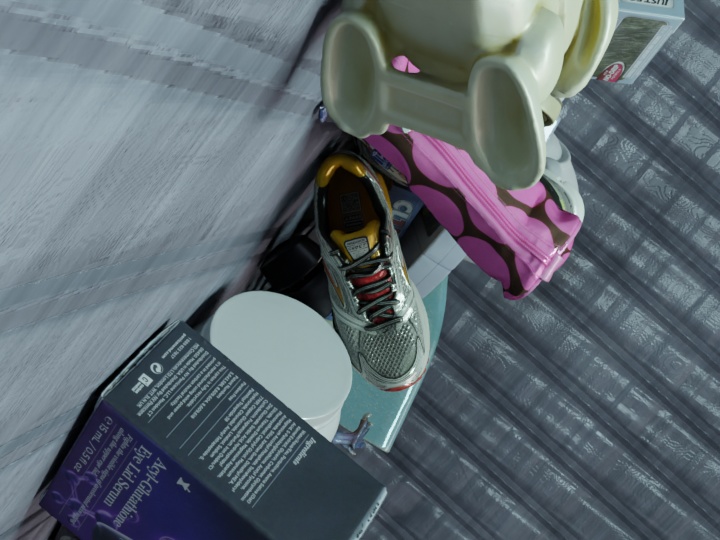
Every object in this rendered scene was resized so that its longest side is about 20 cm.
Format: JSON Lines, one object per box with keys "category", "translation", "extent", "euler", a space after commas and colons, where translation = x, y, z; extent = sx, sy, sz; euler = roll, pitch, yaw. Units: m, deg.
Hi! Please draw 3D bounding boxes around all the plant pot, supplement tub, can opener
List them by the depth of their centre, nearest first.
{"category": "supplement tub", "translation": [-0.104, 0.126, 1.134], "extent": [0.200, 0.145, 0.145], "euler": [-55, 176, 40]}
{"category": "can opener", "translation": [-0.064, 0.021, 1.260], "extent": [0.063, 0.079, 0.200], "euler": [-40, -179, -34]}
{"category": "plant pot", "translation": [-0.007, 0.058, 1.496], "extent": [0.201, 0.195, 0.196], "euler": [-59, 177, -6]}

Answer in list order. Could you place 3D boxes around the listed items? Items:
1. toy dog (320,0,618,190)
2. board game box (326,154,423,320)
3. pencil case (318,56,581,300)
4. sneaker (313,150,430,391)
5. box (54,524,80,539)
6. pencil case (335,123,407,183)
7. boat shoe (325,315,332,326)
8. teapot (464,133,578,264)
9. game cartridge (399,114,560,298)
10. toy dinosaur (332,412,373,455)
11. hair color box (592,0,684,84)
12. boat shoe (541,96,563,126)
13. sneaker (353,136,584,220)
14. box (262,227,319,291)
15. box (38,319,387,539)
{"category": "toy dog", "translation": [0.077, -0.175, 0.769], "extent": [0.200, 0.139, 0.195], "euler": [-47, 138, -38]}
{"category": "board game box", "translation": [0.013, -0.061, 1.270], "extent": [0.200, 0.034, 0.136], "euler": [124, -19, -48]}
{"category": "pencil case", "translation": [0.068, -0.070, 0.956], "extent": [0.091, 0.200, 0.094], "euler": [-46, -172, -6]}
{"category": "sneaker", "translation": [0.000, 0.000, 1.104], "extent": [0.077, 0.201, 0.082], "euler": [-19, 171, 5]}
{"category": "box", "translation": [-0.226, 0.221, 1.323], "extent": [0.200, 0.049, 0.161], "euler": [-50, 178, -42]}
{"category": "pencil case", "translation": [0.072, -0.159, 1.031], "extent": [0.200, 0.089, 0.078], "euler": [-56, -153, 5]}
{"category": "boat shoe", "translation": [-0.042, 0.086, 1.295], "extent": [0.202, 0.072, 0.061], "euler": [-57, 165, -58]}
{"category": "teapot", "translation": [0.144, -0.099, 1.403], "extent": [0.197, 0.200, 0.147], "euler": [-22, 140, -54]}
{"category": "game cartridge", "translation": [0.092, -0.077, 1.205], "extent": [0.200, 0.041, 0.133], "euler": [-54, -156, 18]}
{"category": "toy dinosaur", "translation": [-0.081, 0.133, 1.312], "extent": [0.105, 0.181, 0.200], "euler": [-66, 160, -1]}
{"category": "hair color box", "translation": [0.190, -0.252, 1.032], "extent": [0.099, 0.060, 0.201], "euler": [120, -25, -67]}
{"category": "boat shoe", "translation": [0.106, -0.160, 1.134], "extent": [0.200, 0.075, 0.069], "euler": [15, -103, 57]}
{"category": "sneaker", "translation": [0.082, -0.076, 1.092], "extent": [0.074, 0.199, 0.087], "euler": [-63, 174, 14]}
{"category": "box", "translation": [-0.029, -0.032, 1.405], "extent": [0.200, 0.039, 0.041], "euler": [-50, 176, -31]}
{"category": "box", "translation": [-0.107, 0.162, 0.996], "extent": [0.104, 0.200, 0.148], "euler": [-48, 175, -49]}
